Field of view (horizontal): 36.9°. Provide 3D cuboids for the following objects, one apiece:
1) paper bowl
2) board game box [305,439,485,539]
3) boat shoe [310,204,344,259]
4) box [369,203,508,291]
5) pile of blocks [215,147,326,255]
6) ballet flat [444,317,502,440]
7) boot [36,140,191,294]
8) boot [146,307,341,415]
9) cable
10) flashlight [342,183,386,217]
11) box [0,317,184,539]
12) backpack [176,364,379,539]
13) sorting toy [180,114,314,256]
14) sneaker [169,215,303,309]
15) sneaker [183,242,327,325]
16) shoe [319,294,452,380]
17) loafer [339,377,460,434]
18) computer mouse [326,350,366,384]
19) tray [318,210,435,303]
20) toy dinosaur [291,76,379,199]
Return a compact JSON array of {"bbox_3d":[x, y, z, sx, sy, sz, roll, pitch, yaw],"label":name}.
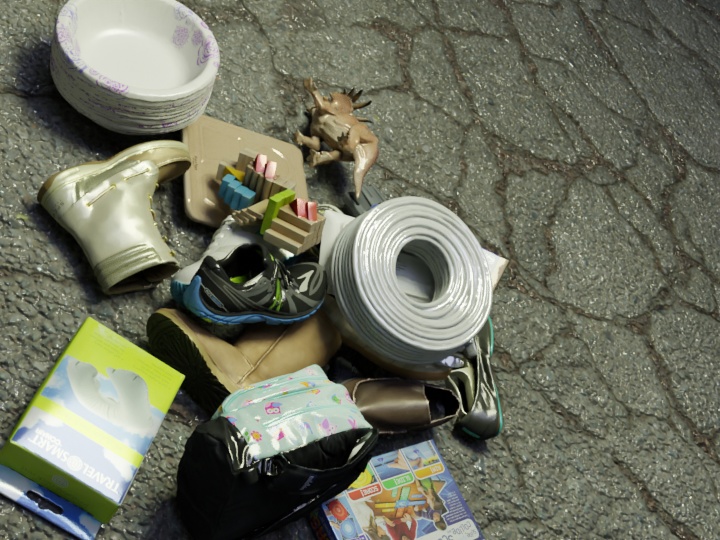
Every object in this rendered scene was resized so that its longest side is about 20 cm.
[{"bbox_3d":[-0.280,-0.248,1.333,0.199,0.105,0.202,12,49,-14],"label":"paper bowl"},{"bbox_3d":[0.036,0.275,1.207,0.199,0.034,0.136,-7,60,-43],"label":"board game box"},{"bbox_3d":[0.000,0.000,1.357,0.201,0.072,0.061,45,13,5],"label":"boat shoe"},{"bbox_3d":[0.079,-0.004,1.416,0.199,0.032,0.122,27,70,8],"label":"box"},{"bbox_3d":[-0.116,-0.095,1.270,0.082,0.062,0.200,-7,35,-42],"label":"pile of blocks"},{"bbox_3d":[0.142,0.126,1.410,0.068,0.068,0.201,14,47,-19],"label":"ballet flat"},{"bbox_3d":[-0.247,-0.062,1.238,0.199,0.072,0.155,-26,73,-42],"label":"boot"},{"bbox_3d":[-0.130,0.075,1.229,0.175,0.066,0.200,51,38,-5],"label":"boot"},{"bbox_3d":[0.062,0.011,1.276,0.199,0.069,0.201,4,70,-28],"label":"cable"},{"bbox_3d":[0.057,-0.030,1.478,0.068,0.068,0.200,-31,70,-11],"label":"flashlight"},{"bbox_3d":[-0.264,0.151,1.056,0.122,0.048,0.201,33,39,-12],"label":"box"},{"bbox_3d":[-0.079,0.181,1.085,0.199,0.167,0.127,-18,60,-38],"label":"backpack"},{"bbox_3d":[-0.150,-0.112,1.401,0.199,0.036,0.186,19,45,-33],"label":"sorting toy"},{"bbox_3d":[-0.153,-0.015,1.269,0.200,0.077,0.081,-26,77,-47],"label":"sneaker"},{"bbox_3d":[-0.104,0.011,1.194,0.199,0.083,0.071,-3,34,-48],"label":"sneaker"},{"bbox_3d":[0.024,0.074,1.315,0.199,0.054,0.070,25,30,1],"label":"shoe"},{"bbox_3d":[0.047,0.154,1.266,0.199,0.071,0.074,1,74,-50],"label":"loafer"},{"bbox_3d":[-0.004,0.108,1.325,0.058,0.034,0.201,33,40,-12],"label":"computer mouse"},{"bbox_3d":[0.043,-0.004,1.327,0.199,0.022,0.108,16,63,-24],"label":"tray"},{"bbox_3d":[-0.019,-0.193,1.510,0.135,0.086,0.200,-2,49,-50],"label":"toy dinosaur"}]
